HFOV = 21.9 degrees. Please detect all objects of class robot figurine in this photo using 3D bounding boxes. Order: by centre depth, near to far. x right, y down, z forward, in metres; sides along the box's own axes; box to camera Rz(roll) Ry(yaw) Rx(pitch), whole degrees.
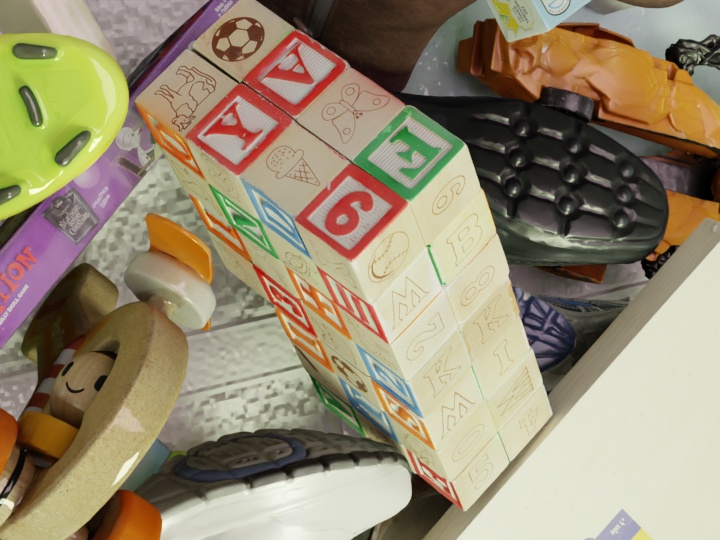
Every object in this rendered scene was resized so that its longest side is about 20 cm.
[{"bbox_3d":[0.137,-0.052,0.902,0.199,0.058,0.146,14,83,-26],"label":"robot figurine"}]

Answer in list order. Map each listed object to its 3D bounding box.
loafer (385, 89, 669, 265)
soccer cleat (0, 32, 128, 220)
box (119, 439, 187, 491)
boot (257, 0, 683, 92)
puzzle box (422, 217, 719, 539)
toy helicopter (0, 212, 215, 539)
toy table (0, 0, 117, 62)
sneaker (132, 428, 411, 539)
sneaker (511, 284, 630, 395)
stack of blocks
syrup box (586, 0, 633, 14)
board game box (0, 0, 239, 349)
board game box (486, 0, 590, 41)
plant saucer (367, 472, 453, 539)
[{"bbox_3d":[0.034,-0.039,0.812,0.199,0.071,0.069,12,64,-4],"label":"loafer"},{"bbox_3d":[-0.169,-0.030,0.684,0.199,0.084,0.065,-30,91,13],"label":"soccer cleat"},{"bbox_3d":[-0.058,0.173,0.799,0.200,0.048,0.122,46,69,-20],"label":"box"},{"bbox_3d":[0.038,-0.129,0.759,0.199,0.167,0.073,31,57,8],"label":"boot"},{"bbox_3d":[0.129,0.094,0.809,0.200,0.025,0.133,-47,113,-4],"label":"puzzle box"},{"bbox_3d":[-0.100,0.031,0.695,0.079,0.200,0.133,35,95,-18],"label":"toy helicopter"},{"bbox_3d":[-0.162,-0.150,0.715,0.200,0.117,0.184,-48,109,-20],"label":"toy table"},{"bbox_3d":[-0.068,0.122,0.736,0.199,0.074,0.088,-21,103,-16],"label":"sneaker"},{"bbox_3d":[0.081,0.044,0.863,0.198,0.085,0.078,8,88,-4],"label":"sneaker"},{"bbox_3d":[0.000,0.000,0.718,0.059,0.115,0.200,-45,148,-14],"label":"stack of blocks"},{"bbox_3d":[0.070,-0.196,0.860,0.199,0.079,0.082,20,79,-26],"label":"syrup box"},{"bbox_3d":[-0.120,-0.020,0.730,0.032,0.120,0.200,43,69,-15],"label":"board game box"},{"bbox_3d":[0.111,-0.210,0.817,0.200,0.034,0.135,-37,105,-24],"label":"board game box"},{"bbox_3d":[0.064,0.175,0.836,0.199,0.032,0.202,23,56,-38],"label":"plant saucer"}]
